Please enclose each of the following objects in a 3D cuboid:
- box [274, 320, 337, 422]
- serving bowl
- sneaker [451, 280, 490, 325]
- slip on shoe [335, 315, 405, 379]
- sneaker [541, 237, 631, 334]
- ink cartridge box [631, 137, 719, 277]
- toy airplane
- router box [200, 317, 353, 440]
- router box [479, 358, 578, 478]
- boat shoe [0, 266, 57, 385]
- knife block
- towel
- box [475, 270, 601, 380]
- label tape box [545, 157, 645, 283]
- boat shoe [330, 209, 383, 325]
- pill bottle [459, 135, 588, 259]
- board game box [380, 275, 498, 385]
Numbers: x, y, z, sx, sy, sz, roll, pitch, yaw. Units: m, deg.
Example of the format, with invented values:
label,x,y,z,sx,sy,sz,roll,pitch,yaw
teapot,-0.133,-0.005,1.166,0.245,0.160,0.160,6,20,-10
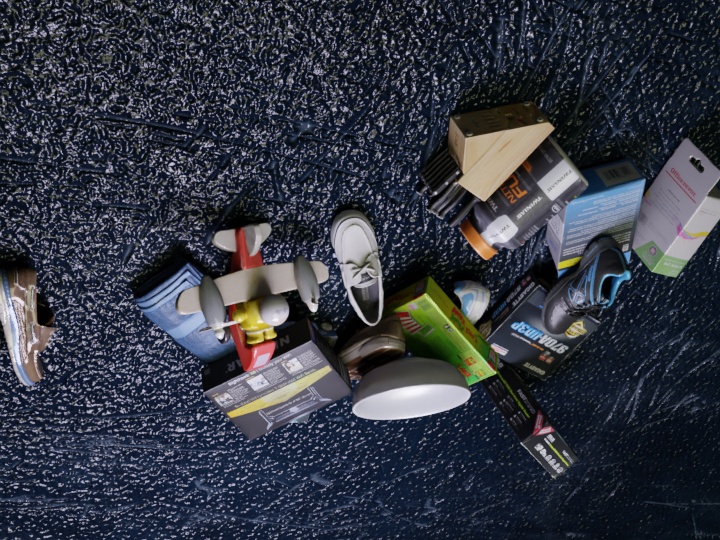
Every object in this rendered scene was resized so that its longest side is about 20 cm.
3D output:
label,x,y,z,sx,sy,sz,roll,pitch,yaw
box,-0.131,0.173,1.682,0.134,0.038,0.202,3,127,-25
serving bowl,0.079,0.187,1.644,0.196,0.067,0.201,-7,159,-3
sneaker,0.162,0.095,1.732,0.071,0.072,0.202,18,128,-1
slip on shoe,0.004,0.131,1.668,0.075,0.062,0.199,16,150,-28
sneaker,0.373,0.042,1.675,0.072,0.083,0.202,7,129,-32
ink cartridge box,0.536,-0.105,1.678,0.066,0.118,0.202,10,124,-30
toy airplane,-0.149,0.029,1.459,0.201,0.140,0.199,-53,130,-11
router box,-0.132,0.177,1.606,0.197,0.053,0.158,-25,135,9
router box,0.300,0.262,1.829,0.062,0.201,0.150,-38,133,5
boat shoe,-0.473,0.083,1.437,0.071,0.073,0.203,-13,132,-14
knife block,0.185,-0.153,1.525,0.196,0.064,0.178,-13,133,-13
towel,-0.248,0.070,1.538,0.111,0.049,0.200,-35,133,9
box,0.318,0.102,1.810,0.198,0.046,0.159,27,114,-38
label tape box,0.386,-0.076,1.676,0.141,0.064,0.202,-14,136,-11
boat shoe,0.000,0.000,1.569,0.071,0.066,0.203,-14,128,-10
pill bottle,0.248,-0.107,1.562,0.200,0.107,0.106,-42,132,14
board game box,0.133,0.110,1.673,0.101,0.048,0.200,-27,117,32
